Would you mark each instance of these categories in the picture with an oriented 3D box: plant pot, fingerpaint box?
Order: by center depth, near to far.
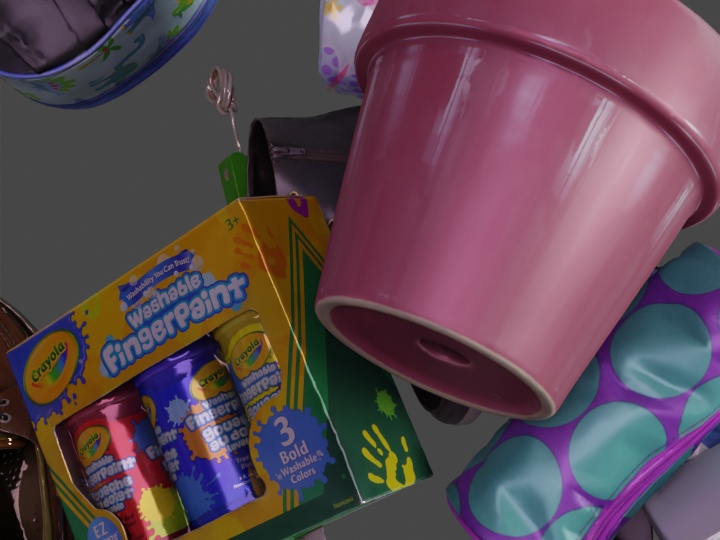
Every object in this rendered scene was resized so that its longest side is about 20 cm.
[{"bbox_3d":[0.070,-0.034,0.681,0.199,0.200,0.180,23,74,11],"label":"plant pot"},{"bbox_3d":[-0.084,0.077,0.754,0.199,0.073,0.168,-29,78,32],"label":"fingerpaint box"}]

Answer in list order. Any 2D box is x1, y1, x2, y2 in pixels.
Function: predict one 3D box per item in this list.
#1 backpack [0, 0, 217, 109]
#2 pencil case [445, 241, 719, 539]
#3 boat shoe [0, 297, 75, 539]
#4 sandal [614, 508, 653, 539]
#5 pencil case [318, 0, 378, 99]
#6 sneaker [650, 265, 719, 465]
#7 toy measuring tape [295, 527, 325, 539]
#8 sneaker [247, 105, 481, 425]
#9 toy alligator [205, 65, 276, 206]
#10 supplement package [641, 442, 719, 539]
[{"bbox_3d":[-0.184,-0.201,0.830,0.183,0.147,0.200,-43,75,0],"label":"backpack"},{"bbox_3d":[0.140,0.077,0.708,0.200,0.085,0.092,-46,45,5],"label":"pencil case"},{"bbox_3d":[-0.208,0.098,0.814,0.072,0.068,0.201,-29,79,6],"label":"boat shoe"},{"bbox_3d":[0.130,0.193,0.785,0.075,0.045,0.202,0,83,9],"label":"sandal"},{"bbox_3d":[0.073,-0.141,0.816,0.199,0.083,0.091,5,60,9],"label":"pencil case"},{"bbox_3d":[0.141,0.023,0.798,0.200,0.079,0.089,41,79,5],"label":"sneaker"},{"bbox_3d":[-0.011,0.135,0.799,0.073,0.074,0.201,-8,79,7],"label":"toy measuring tape"},{"bbox_3d":[0.000,0.000,0.788,0.106,0.075,0.201,-6,66,-28],"label":"sneaker"},{"bbox_3d":[-0.056,-0.029,0.842,0.054,0.059,0.201,3,72,-36],"label":"toy alligator"},{"bbox_3d":[0.245,0.186,0.710,0.109,0.114,0.201,-30,96,4],"label":"supplement package"}]
